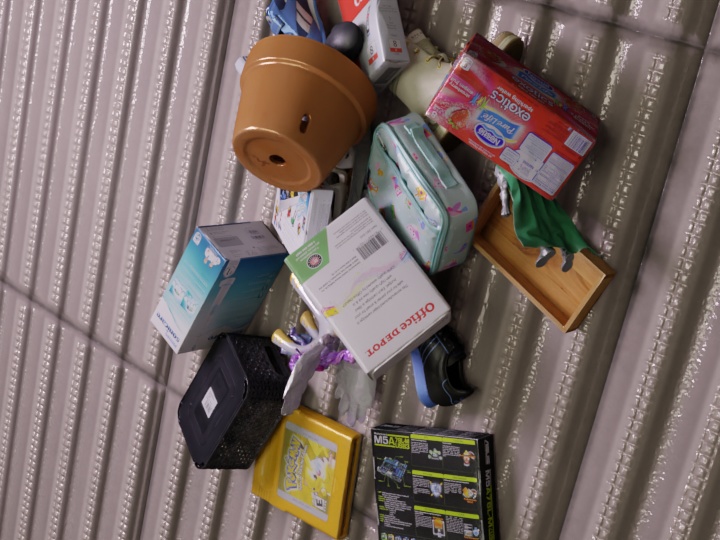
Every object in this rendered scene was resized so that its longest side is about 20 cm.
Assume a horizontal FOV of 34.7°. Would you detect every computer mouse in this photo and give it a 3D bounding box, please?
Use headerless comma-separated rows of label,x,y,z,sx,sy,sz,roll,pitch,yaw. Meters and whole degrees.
computer mouse,-0.060,-0.288,1.639,0.200,0.034,0.059,-39,65,48

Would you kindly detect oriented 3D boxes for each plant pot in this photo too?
plant pot,-0.090,-0.205,1.599,0.198,0.200,0.142,-3,54,39

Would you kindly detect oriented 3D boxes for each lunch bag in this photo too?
lunch bag,0.079,-0.109,1.577,0.201,0.076,0.161,57,158,27

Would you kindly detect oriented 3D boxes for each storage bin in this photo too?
storage bin,-0.205,0.213,1.864,0.201,0.093,0.136,-57,44,28

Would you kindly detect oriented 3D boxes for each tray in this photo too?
tray,0.236,-0.022,1.533,0.200,0.037,0.099,46,122,26

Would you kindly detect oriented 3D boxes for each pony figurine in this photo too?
pony figurine,-0.052,0.114,1.707,0.199,0.165,0.196,33,109,48

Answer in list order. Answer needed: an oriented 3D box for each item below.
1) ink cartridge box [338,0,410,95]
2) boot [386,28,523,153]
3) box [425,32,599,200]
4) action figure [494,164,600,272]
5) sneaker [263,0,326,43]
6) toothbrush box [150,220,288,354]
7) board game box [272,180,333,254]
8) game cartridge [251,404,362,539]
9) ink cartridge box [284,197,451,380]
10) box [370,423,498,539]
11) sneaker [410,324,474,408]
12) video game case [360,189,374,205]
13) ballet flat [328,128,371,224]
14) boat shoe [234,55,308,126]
ink cartridge box,-0.002,-0.349,1.629,0.162,0.049,0.203,-36,65,59
boot,0.121,-0.280,1.573,0.155,0.071,0.201,54,128,23
box,0.193,-0.195,1.456,0.199,0.096,0.100,33,119,-2
action figure,0.216,-0.084,1.471,0.055,0.117,0.202,-56,36,34
sneaker,-0.099,-0.362,1.723,0.074,0.081,0.203,126,130,-72
toothbrush box,-0.226,0.027,1.848,0.085,0.145,0.201,45,122,26
board game box,-0.089,-0.093,1.721,0.200,0.034,0.128,-124,41,-62
game cartridge,-0.090,0.311,1.845,0.198,0.032,0.179,18,107,36
ink cartridge box,0.012,0.028,1.585,0.144,0.084,0.201,-37,76,-3
box,0.107,0.328,1.677,0.198,0.047,0.197,-2,92,40
sneaker,0.105,0.093,1.638,0.077,0.070,0.203,-16,91,34
video game case,0.000,0.000,1.740,0.144,0.018,0.201,51,123,22
ballet flat,-0.027,-0.133,1.699,0.067,0.063,0.204,11,95,47
boat shoe,-0.113,-0.279,1.777,0.200,0.072,0.062,41,94,24
